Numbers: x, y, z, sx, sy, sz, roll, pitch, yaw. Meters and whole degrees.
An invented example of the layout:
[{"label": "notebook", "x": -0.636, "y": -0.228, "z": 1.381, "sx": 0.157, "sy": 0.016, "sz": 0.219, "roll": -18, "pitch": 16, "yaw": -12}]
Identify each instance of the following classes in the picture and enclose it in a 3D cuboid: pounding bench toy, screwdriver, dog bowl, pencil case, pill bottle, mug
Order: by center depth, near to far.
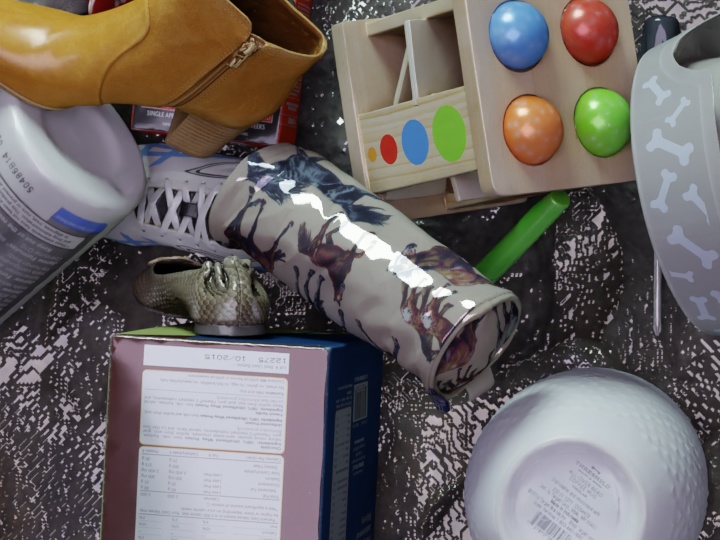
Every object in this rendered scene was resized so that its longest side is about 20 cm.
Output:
[{"label": "pencil case", "x": 0.000, "y": 0.000, "z": 1.509, "sx": 0.200, "sy": 0.078, "sz": 0.090, "roll": 35, "pitch": 141, "yaw": 26}, {"label": "dog bowl", "x": 0.218, "y": -0.053, "z": 1.513, "sx": 0.058, "sy": 0.200, "sz": 0.201, "roll": -12, "pitch": 89, "yaw": 24}, {"label": "pounding bench toy", "x": 0.089, "y": -0.067, "z": 1.528, "sx": 0.124, "sy": 0.156, "sz": 0.201, "roll": -8, "pitch": 89, "yaw": -35}, {"label": "mug", "x": 0.150, "y": 0.156, "z": 1.530, "sx": 0.147, "sy": 0.175, "sz": 0.200, "roll": -40, "pitch": 84, "yaw": 8}, {"label": "screwdriver", "x": 0.187, "y": -0.060, "z": 1.593, "sx": 0.028, "sy": 0.029, "sz": 0.202, "roll": 1, "pitch": 86, "yaw": 10}, {"label": "pill bottle", "x": -0.240, "y": -0.030, "z": 1.605, "sx": 0.200, "sy": 0.114, "sz": 0.114, "roll": -38, "pitch": 84, "yaw": 28}]

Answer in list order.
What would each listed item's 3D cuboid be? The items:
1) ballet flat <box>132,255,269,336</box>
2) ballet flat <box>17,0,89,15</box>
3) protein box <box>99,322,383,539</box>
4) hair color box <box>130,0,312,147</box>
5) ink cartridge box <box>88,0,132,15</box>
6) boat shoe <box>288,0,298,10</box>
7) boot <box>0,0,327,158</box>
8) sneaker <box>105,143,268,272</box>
[{"label": "ballet flat", "x": -0.097, "y": 0.008, "z": 1.566, "sx": 0.067, "sy": 0.200, "sz": 0.047, "roll": -1, "pitch": 96, "yaw": -15}, {"label": "ballet flat", "x": -0.247, "y": -0.110, "z": 1.654, "sx": 0.064, "sy": 0.067, "sz": 0.200, "roll": 36, "pitch": 98, "yaw": -11}, {"label": "protein box", "x": -0.070, "y": 0.139, "z": 1.556, "sx": 0.134, "sy": 0.199, "sz": 0.202, "roll": 3, "pitch": 91, "yaw": 10}, {"label": "hair color box", "x": -0.082, "y": -0.183, "z": 1.625, "sx": 0.101, "sy": 0.061, "sz": 0.201, "roll": 7, "pitch": 91, "yaw": 9}, {"label": "ink cartridge box", "x": -0.167, "y": -0.261, "z": 1.611, "sx": 0.067, "sy": 0.116, "sz": 0.201, "roll": 12, "pitch": 92, "yaw": 8}, {"label": "boat shoe", "x": -0.102, "y": -0.197, "z": 1.538, "sx": 0.072, "sy": 0.061, "sz": 0.201, "roll": -46, "pitch": 108, "yaw": -9}, {"label": "boot", "x": -0.131, "y": -0.146, "z": 1.511, "sx": 0.200, "sy": 0.144, "sz": 0.071, "roll": 23, "pitch": 51, "yaw": -20}, {"label": "sneaker", "x": -0.096, "y": -0.040, "z": 1.624, "sx": 0.199, "sy": 0.072, "sz": 0.072, "roll": 8, "pitch": 94, "yaw": 11}]
